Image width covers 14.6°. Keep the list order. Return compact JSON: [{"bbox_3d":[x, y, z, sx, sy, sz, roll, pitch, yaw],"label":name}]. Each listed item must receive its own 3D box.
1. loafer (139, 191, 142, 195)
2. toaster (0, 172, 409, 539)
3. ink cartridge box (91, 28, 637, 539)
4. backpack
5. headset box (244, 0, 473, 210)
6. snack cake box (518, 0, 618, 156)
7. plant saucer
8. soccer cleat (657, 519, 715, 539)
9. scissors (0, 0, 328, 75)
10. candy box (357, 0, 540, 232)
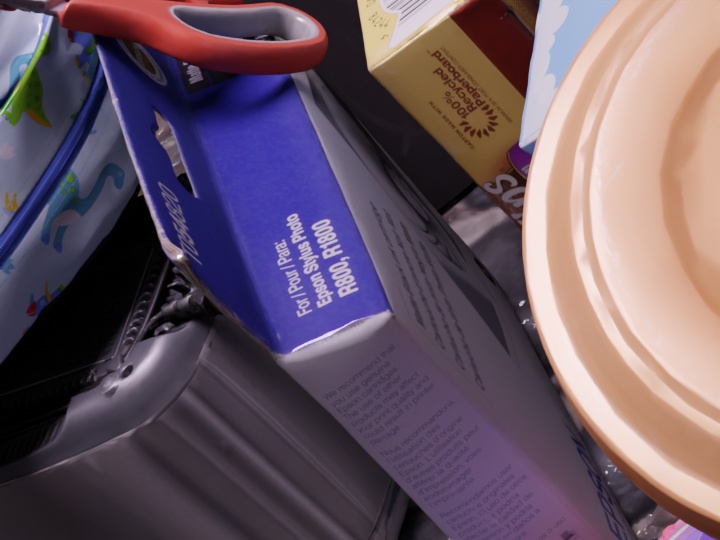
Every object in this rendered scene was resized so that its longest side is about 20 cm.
[{"bbox_3d":[-0.107,-0.026,1.082,0.076,0.201,0.067,-20,37,-35],"label":"loafer"},{"bbox_3d":[-0.068,0.053,0.958,0.199,0.129,0.114,-20,40,36],"label":"toaster"},{"bbox_3d":[0.000,0.000,0.872,0.041,0.200,0.200,-38,33,9],"label":"ink cartridge box"},{"bbox_3d":[-0.157,-0.016,0.906,0.200,0.154,0.163,-35,23,-14],"label":"backpack"},{"bbox_3d":[-0.034,-0.104,1.079,0.077,0.149,0.200,-38,33,9],"label":"headset box"},{"bbox_3d":[0.121,-0.094,0.908,0.067,0.115,0.201,-36,30,39],"label":"snack cake box"},{"bbox_3d":[0.137,-0.021,0.714,0.199,0.032,0.201,-8,62,15],"label":"plant saucer"},{"bbox_3d":[0.108,0.080,0.786,0.200,0.067,0.076,-51,29,-3],"label":"soccer cleat"},{"bbox_3d":[-0.092,-0.081,0.844,0.073,0.199,0.014,41,118,32],"label":"scissors"},{"bbox_3d":[0.048,-0.105,1.015,0.056,0.117,0.200,-35,34,17],"label":"candy box"}]
